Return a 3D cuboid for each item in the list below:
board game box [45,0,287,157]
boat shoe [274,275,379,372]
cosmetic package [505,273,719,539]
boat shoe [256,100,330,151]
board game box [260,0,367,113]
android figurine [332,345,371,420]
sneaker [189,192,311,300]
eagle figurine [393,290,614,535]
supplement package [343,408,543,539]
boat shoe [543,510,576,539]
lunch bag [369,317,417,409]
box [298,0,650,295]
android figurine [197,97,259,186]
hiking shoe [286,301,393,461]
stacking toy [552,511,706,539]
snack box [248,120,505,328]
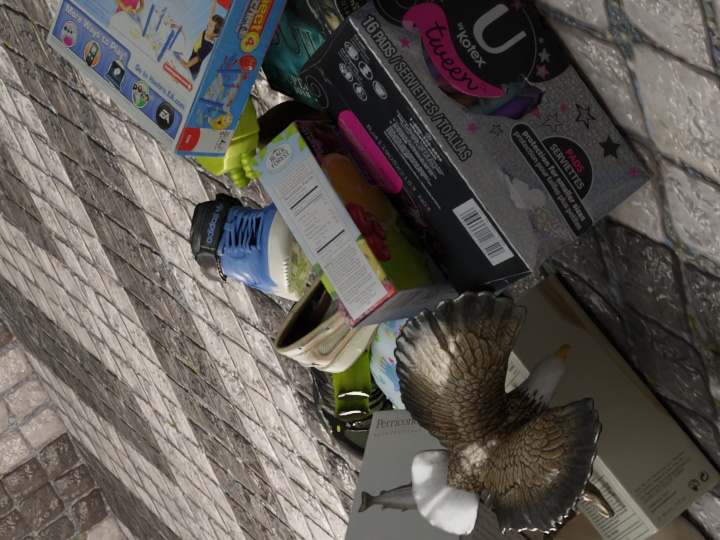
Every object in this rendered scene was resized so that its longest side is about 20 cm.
[{"bbox_3d":[-0.149,-0.223,1.444,0.200,0.056,0.196,41,116,36],"label":"board game box"},{"bbox_3d":[0.000,0.000,1.444,0.076,0.200,0.072,14,-153,-40],"label":"boat shoe"},{"bbox_3d":[0.172,0.111,1.383,0.200,0.071,0.105,52,160,8],"label":"cosmetic package"},{"bbox_3d":[-0.034,-0.095,1.549,0.063,0.073,0.200,57,173,-26],"label":"boat shoe"},{"bbox_3d":[-0.040,-0.186,1.458,0.200,0.028,0.135,28,149,53],"label":"board game box"},{"bbox_3d":[-0.016,0.026,1.607,0.182,0.041,0.201,94,170,-72],"label":"android figurine"},{"bbox_3d":[-0.101,-0.027,1.588,0.111,0.077,0.200,18,172,4],"label":"sneaker"},{"bbox_3d":[0.101,0.107,1.262,0.151,0.151,0.200,3,168,13],"label":"eagle figurine"},{"bbox_3d":[0.065,0.220,1.437,0.117,0.200,0.117,-10,144,36],"label":"supplement package"},{"bbox_3d":[0.146,0.224,1.653,0.200,0.072,0.068,52,167,26],"label":"boat shoe"},{"bbox_3d":[0.082,0.087,1.544,0.161,0.082,0.200,48,160,22],"label":"lunch bag"},{"bbox_3d":[0.074,-0.099,1.200,0.200,0.115,0.132,53,160,-2],"label":"box"},{"bbox_3d":[-0.132,-0.168,1.554,0.200,0.041,0.182,68,161,2],"label":"android figurine"},{"bbox_3d":[-0.007,0.119,1.823,0.200,0.076,0.101,62,163,-18],"label":"hiking shoe"},{"bbox_3d":[0.228,0.279,1.496,0.146,0.146,0.200,46,176,23],"label":"stacking toy"},{"bbox_3d":[0.025,-0.039,1.299,0.053,0.200,0.142,-38,74,28],"label":"snack box"}]
